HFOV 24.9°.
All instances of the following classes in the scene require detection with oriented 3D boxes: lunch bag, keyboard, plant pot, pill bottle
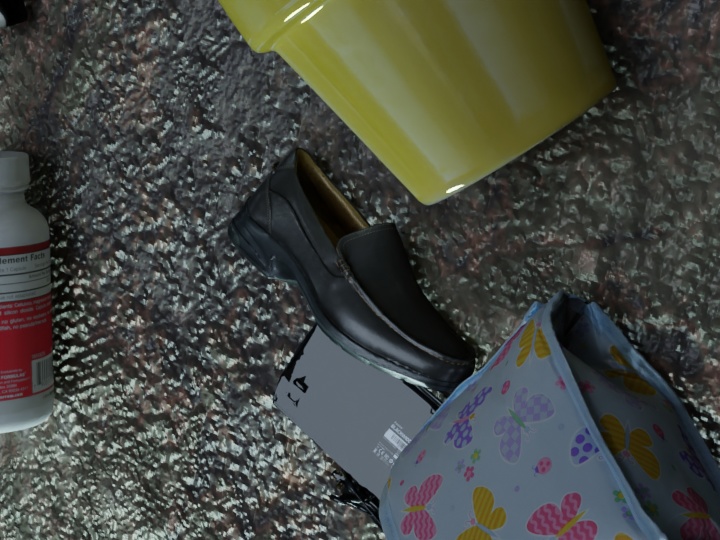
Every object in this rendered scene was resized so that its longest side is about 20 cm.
[{"bbox_3d":[0.110,0.132,0.922,0.170,0.127,0.200,-49,44,24],"label":"lunch bag"},{"bbox_3d":[0.028,0.123,1.050,0.200,0.040,0.104,42,107,17],"label":"keyboard"},{"bbox_3d":[0.041,-0.149,0.913,0.201,0.201,0.189,-30,95,35],"label":"plant pot"},{"bbox_3d":[-0.285,0.014,1.207,0.112,0.112,0.200,6,100,35],"label":"pill bottle"}]

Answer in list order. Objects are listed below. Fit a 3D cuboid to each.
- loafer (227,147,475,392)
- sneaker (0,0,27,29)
[{"bbox_3d":[0.000,0.000,1.027,0.200,0.073,0.072,39,113,24],"label":"loafer"},{"bbox_3d":[-0.254,-0.268,1.180,0.080,0.074,0.200,27,117,14],"label":"sneaker"}]
